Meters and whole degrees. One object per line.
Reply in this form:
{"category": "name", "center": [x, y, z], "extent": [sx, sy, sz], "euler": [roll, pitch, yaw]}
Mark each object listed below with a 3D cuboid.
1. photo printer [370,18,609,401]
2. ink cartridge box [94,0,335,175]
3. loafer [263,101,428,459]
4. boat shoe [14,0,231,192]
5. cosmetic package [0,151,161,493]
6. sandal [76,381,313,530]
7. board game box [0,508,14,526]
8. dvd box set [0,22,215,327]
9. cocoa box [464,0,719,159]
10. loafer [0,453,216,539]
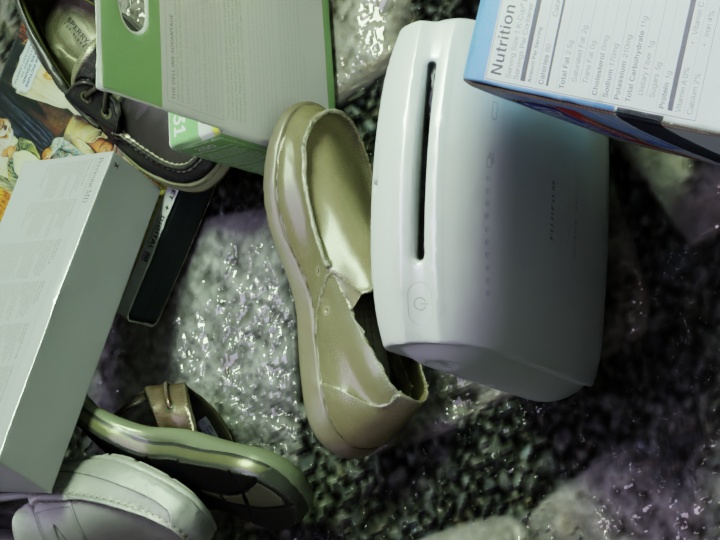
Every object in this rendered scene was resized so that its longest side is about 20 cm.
{"category": "photo printer", "center": [0.064, -0.028, 1.100], "extent": [0.069, 0.200, 0.168], "euler": [0, 80, 23]}
{"category": "ink cartridge box", "center": [-0.092, -0.140, 1.258], "extent": [0.048, 0.199, 0.147], "euler": [-14, 72, 38]}
{"category": "loafer", "center": [0.000, 0.000, 1.241], "extent": [0.067, 0.076, 0.201], "euler": [-18, 79, 35]}
{"category": "boat shoe", "center": [-0.147, -0.114, 1.351], "extent": [0.200, 0.065, 0.073], "euler": [39, 98, 39]}
{"category": "cosmetic package", "center": [-0.189, 0.030, 1.326], "extent": [0.082, 0.051, 0.201], "euler": [-4, 59, 43]}
{"category": "sandal", "center": [-0.097, 0.099, 1.312], "extent": [0.200, 0.080, 0.058], "euler": [13, 63, 40]}
{"category": "board game box", "center": [-0.166, 0.250, 1.349], "extent": [0.199, 0.046, 0.152], "euler": [26, 98, 41]}
{"category": "dvd box set", "center": [-0.169, -0.071, 1.425], "extent": [0.200, 0.029, 0.147], "euler": [32, 102, 40]}
{"category": "cocoa box", "center": [0.154, -0.121, 1.016], "extent": [0.131, 0.200, 0.134], "euler": [14, 92, 28]}
{"category": "loafer", "center": [-0.171, 0.146, 1.320], "extent": [0.199, 0.070, 0.070], "euler": [3, 49, 37]}
